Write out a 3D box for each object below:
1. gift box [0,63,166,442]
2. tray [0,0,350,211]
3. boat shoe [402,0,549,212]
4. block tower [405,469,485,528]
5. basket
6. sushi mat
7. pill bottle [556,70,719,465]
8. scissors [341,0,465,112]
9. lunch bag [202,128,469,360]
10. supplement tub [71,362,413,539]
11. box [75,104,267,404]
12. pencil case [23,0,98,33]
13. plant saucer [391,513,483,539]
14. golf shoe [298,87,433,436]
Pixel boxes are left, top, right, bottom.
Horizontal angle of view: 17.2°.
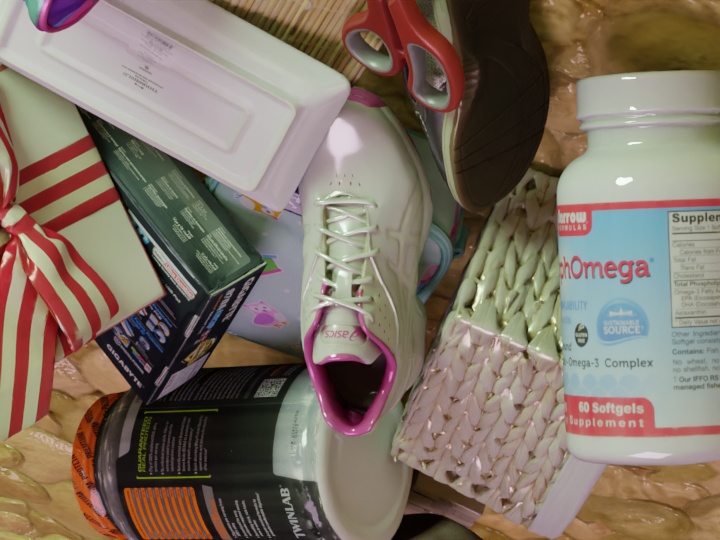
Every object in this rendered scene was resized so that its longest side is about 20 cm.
[{"bbox_3d":[-0.242,-0.001,1.343,0.186,0.200,0.185,-16,108,48],"label":"gift box"},{"bbox_3d":[-0.112,-0.107,1.268,0.199,0.022,0.108,29,131,-4],"label":"tray"},{"bbox_3d":[0.053,-0.119,1.267,0.066,0.072,0.201,39,154,35],"label":"boat shoe"},{"bbox_3d":[0.041,0.182,1.721,0.054,0.058,0.200,23,149,-6],"label":"block tower"},{"bbox_3d":[0.107,0.047,1.420,0.123,0.136,0.200,24,147,1],"label":"basket"},{"bbox_3d":[-0.027,-0.142,1.226,0.095,0.012,0.200,17,157,-11],"label":"sushi mat"},{"bbox_3d":[0.158,-0.002,1.251,0.108,0.201,0.109,-3,180,0],"label":"pill bottle"},{"bbox_3d":[0.018,-0.140,1.154,0.073,0.014,0.200,31,159,17],"label":"scissors"},{"bbox_3d":[-0.024,-0.019,1.439,0.160,0.077,0.200,23,148,-4],"label":"lunch bag"},{"bbox_3d":[-0.077,0.121,1.502,0.199,0.123,0.123,-3,141,33],"label":"supplement tub"},{"bbox_3d":[-0.154,-0.035,1.429,0.200,0.046,0.159,50,148,10],"label":"box"},{"bbox_3d":[-0.202,-0.209,1.194,0.200,0.088,0.088,39,147,6],"label":"pencil case"},{"bbox_3d":[-0.010,0.194,1.534,0.200,0.200,0.037,-11,94,39],"label":"plant saucer"},{"bbox_3d":[0.000,0.000,1.316,0.075,0.092,0.201,0,117,13],"label":"golf shoe"}]
